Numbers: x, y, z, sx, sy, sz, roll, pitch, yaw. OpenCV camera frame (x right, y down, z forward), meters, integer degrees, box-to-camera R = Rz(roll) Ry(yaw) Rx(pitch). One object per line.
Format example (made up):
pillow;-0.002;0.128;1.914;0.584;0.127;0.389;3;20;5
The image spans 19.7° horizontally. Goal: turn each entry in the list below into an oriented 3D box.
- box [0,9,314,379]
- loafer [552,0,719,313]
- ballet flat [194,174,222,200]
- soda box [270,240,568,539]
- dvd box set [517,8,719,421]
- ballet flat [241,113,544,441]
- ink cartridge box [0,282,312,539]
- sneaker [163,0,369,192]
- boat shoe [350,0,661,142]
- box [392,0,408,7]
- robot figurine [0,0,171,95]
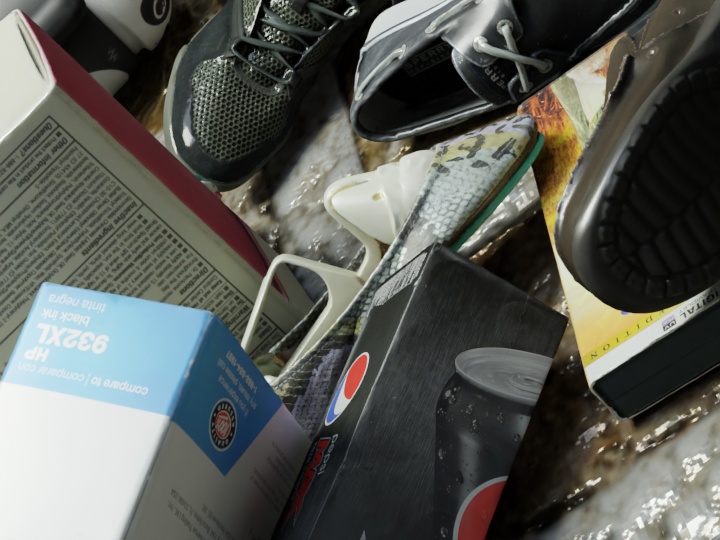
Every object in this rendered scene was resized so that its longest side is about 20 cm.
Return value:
box;-0.129;-0.001;0.977;0.128;0.200;0.109;-43;31;5
loafer;0.128;-0.061;0.812;0.071;0.073;0.201;-10;37;52
ballet flat;-0.140;0.031;1.099;0.200;0.075;0.064;-38;63;21
soda box;0.012;0.093;0.816;0.063;0.070;0.201;-43;21;60
dvd box set;0.143;-0.045;0.866;0.146;0.029;0.201;-34;33;20
ballet flat;0.000;0.000;0.916;0.201;0.072;0.072;-54;31;6
ink cartridge box;-0.099;0.130;0.798;0.083;0.145;0.201;10;64;23
sneaker;-0.039;-0.139;1.117;0.200;0.076;0.114;-57;4;-23
boat shoe;0.069;-0.112;0.989;0.199;0.072;0.068;-18;39;41
box;0.059;-0.244;1.024;0.078;0.201;0.142;9;50;11
robot figurine;-0.208;-0.140;1.305;0.200;0.125;0.150;-47;49;0
